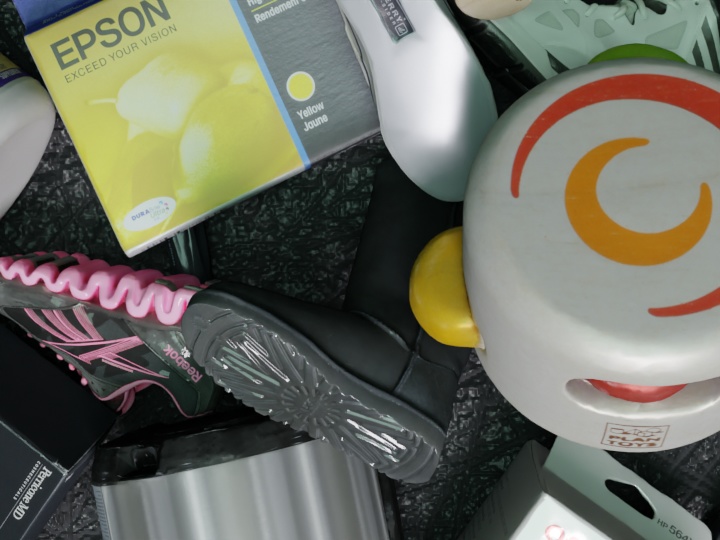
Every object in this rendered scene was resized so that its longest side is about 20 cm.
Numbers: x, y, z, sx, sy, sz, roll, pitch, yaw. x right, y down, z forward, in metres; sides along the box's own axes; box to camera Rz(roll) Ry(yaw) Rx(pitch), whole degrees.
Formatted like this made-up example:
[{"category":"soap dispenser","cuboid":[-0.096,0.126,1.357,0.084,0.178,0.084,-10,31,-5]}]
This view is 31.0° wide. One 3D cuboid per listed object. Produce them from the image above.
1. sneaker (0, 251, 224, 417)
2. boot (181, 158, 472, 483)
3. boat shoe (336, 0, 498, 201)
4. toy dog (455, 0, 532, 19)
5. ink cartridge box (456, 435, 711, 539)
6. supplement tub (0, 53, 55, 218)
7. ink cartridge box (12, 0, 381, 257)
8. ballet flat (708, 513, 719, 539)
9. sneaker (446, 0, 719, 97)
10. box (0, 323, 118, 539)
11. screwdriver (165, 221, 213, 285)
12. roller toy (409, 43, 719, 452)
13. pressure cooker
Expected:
[{"category":"sneaker","cuboid":[-0.166,0.042,0.811,0.197,0.079,0.097,11,100,18]},{"category":"boot","cuboid":[0.001,0.001,0.750,0.164,0.201,0.066,34,138,-13]},{"category":"boat shoe","cuboid":[0.025,-0.138,0.767,0.071,0.066,0.201,-27,107,15]},{"category":"toy dog","cuboid":[0.139,-0.208,0.723,0.198,0.097,0.133,-21,72,-15]},{"category":"ink cartridge box","cuboid":[0.116,0.212,0.800,0.128,0.125,0.201,34,98,-1]},{"category":"supplement tub","cuboid":[-0.301,-0.105,0.780,0.199,0.145,0.146,37,97,-2]},{"category":"ink cartridge box","cuboid":[-0.098,-0.142,0.800,0.196,0.047,0.202,-26,96,-3]},{"category":"ballet flat","cuboid":[0.250,0.244,0.789,0.072,0.073,0.203,-9,73,4]},{"category":"sneaker","cuboid":[0.141,-0.150,0.793,0.200,0.076,0.116,40,88,-9]},{"category":"box","cuboid":[-0.264,0.132,0.811,0.141,0.079,0.201,39,116,2]},{"category":"screwdriver","cuboid":[-0.127,-0.083,0.827,0.028,0.029,0.203,-12,100,5]},{"category":"roller toy","cuboid":[0.143,-0.002,0.690,0.199,0.140,0.182,-40,66,-15]},{"category":"pressure cooker","cuboid":[-0.063,0.184,0.778,0.176,0.176,0.203,-13,87,21]}]
